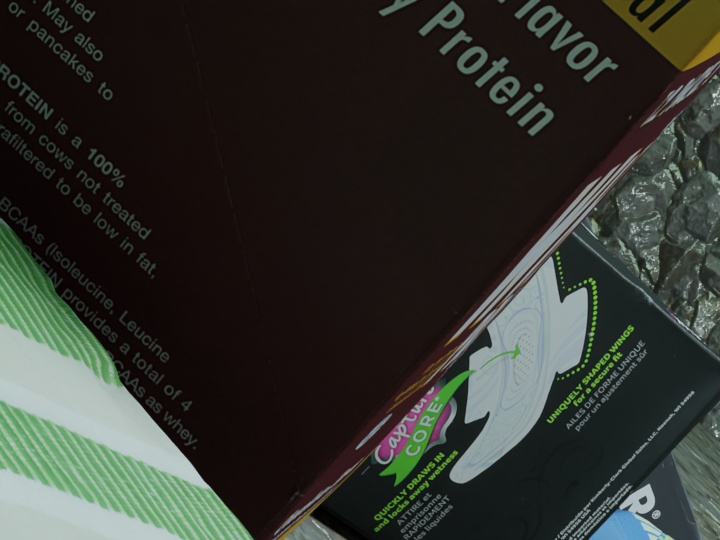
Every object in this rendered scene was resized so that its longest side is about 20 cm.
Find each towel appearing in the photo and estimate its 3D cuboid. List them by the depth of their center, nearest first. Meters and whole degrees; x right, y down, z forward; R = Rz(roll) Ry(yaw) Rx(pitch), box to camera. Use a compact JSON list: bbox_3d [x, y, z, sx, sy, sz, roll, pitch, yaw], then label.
[{"bbox_3d":[-0.063,0.028,0.435,0.200,0.023,0.153,49,6,27],"label":"towel"}]

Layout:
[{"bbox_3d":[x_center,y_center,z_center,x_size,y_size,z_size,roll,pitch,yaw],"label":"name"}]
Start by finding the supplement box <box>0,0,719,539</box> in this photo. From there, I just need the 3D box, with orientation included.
[{"bbox_3d":[-0.030,-0.068,0.604,0.197,0.200,0.133,43,26,5],"label":"supplement box"}]

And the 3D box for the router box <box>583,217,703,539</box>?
[{"bbox_3d":[0.078,0.032,1.162,0.149,0.051,0.200,49,-15,58],"label":"router box"}]

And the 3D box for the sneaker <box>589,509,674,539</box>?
[{"bbox_3d":[0.136,0.140,1.003,0.200,0.076,0.105,36,8,-46],"label":"sneaker"}]

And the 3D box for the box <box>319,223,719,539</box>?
[{"bbox_3d":[0.000,0.000,0.868,0.200,0.124,0.149,39,6,-43],"label":"box"}]
